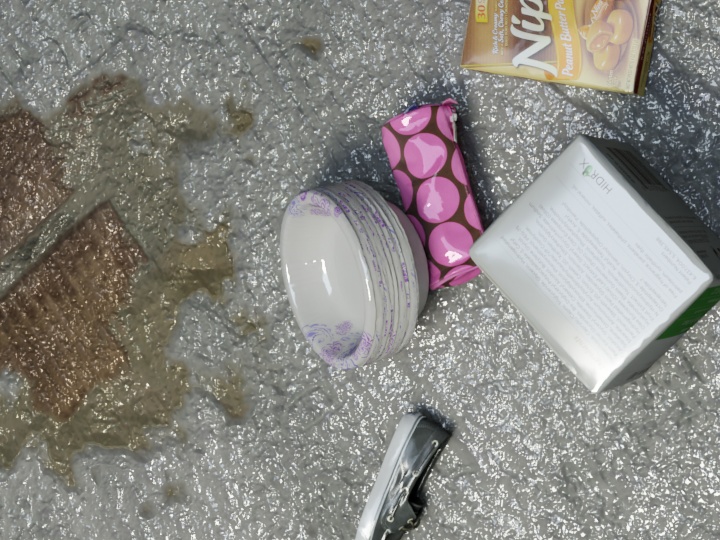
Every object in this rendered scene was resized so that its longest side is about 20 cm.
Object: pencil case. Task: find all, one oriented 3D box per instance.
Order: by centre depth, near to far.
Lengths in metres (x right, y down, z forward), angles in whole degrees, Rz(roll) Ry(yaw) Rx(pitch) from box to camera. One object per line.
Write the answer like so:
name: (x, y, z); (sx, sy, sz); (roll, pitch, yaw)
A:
pencil case: (0.090, -0.085, 1.722); (0.093, 0.091, 0.202); (-18, 86, 17)

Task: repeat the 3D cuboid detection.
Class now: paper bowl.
paper bowl: (0.000, 0.000, 1.722); (0.200, 0.103, 0.203); (37, 135, 48)

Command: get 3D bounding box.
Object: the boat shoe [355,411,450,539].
boat shoe: (0.044, 0.260, 1.759); (0.056, 0.069, 0.202); (21, 97, 20)

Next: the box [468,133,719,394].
box: (0.254, -0.009, 1.591); (0.171, 0.199, 0.200); (-45, 75, 18)

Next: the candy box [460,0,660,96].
candy box: (0.214, -0.260, 1.679); (0.198, 0.055, 0.117); (12, 96, 22)
